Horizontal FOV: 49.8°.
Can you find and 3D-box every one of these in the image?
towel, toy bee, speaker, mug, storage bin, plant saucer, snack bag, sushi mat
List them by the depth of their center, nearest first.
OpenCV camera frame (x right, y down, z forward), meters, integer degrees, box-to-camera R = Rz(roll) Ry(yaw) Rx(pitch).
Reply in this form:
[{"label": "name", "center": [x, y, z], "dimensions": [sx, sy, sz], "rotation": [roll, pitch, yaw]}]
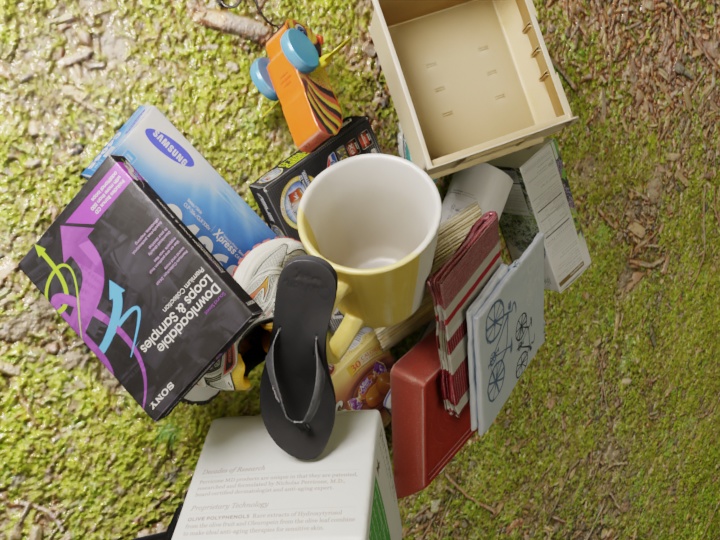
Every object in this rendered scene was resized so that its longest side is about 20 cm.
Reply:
[{"label": "toy bee", "center": [-0.061, -0.227, 0.828], "dimensions": [0.108, 0.128, 0.206], "rotation": [-16, 98, -56]}, {"label": "mug", "center": [0.000, -0.008, 0.833], "dimensions": [0.184, 0.150, 0.155], "rotation": [-29, 148, -12]}, {"label": "storage bin", "center": [0.128, -0.231, 0.888], "dimensions": [0.194, 0.094, 0.205], "rotation": [-18, 85, -7]}, {"label": "towel", "center": [0.129, 0.052, 0.905], "dimensions": [0.144, 0.022, 0.204], "rotation": [-45, 137, -39]}, {"label": "sushi mat", "center": [0.087, 0.006, 0.949], "dimensions": [0.198, 0.012, 0.097], "rotation": [-32, 101, -15]}, {"label": "snack bag", "center": [0.183, 0.071, 0.960], "dimensions": [0.200, 0.021, 0.192], "rotation": [-45, 138, -39]}, {"label": "plant saucer", "center": [0.109, 0.160, 0.972], "dimensions": [0.199, 0.036, 0.204], "rotation": [-35, 132, -43]}, {"label": "speaker", "center": [0.129, -0.039, 1.011], "dimensions": [0.080, 0.080, 0.204], "rotation": [26, 83, -35]}]

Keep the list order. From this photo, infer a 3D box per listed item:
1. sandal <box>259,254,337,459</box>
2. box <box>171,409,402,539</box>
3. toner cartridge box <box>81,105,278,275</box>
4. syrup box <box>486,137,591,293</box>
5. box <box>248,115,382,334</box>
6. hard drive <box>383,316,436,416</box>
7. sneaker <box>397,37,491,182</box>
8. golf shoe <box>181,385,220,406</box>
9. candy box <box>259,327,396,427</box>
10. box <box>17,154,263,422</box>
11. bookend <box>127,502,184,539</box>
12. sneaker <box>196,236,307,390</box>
[{"label": "sandal", "center": [-0.060, 0.088, 0.730], "dimensions": [0.074, 0.043, 0.206], "rotation": [3, 108, 4]}, {"label": "box", "center": [-0.064, 0.281, 0.815], "dimensions": [0.194, 0.173, 0.203], "rotation": [-5, 123, 9]}, {"label": "toner cartridge box", "center": [-0.182, -0.064, 0.811], "dimensions": [0.200, 0.043, 0.096], "rotation": [47, 71, -32]}, {"label": "syrup box", "center": [0.248, -0.077, 1.089], "dimensions": [0.081, 0.078, 0.203], "rotation": [-37, 118, -24]}, {"label": "box", "center": [-0.022, -0.055, 0.924], "dimensions": [0.159, 0.044, 0.203], "rotation": [-37, 118, -24]}, {"label": "hard drive", "center": [0.100, 0.167, 1.017], "dimensions": [0.133, 0.025, 0.201], "rotation": [-57, 144, -21]}, {"label": "sneaker", "center": [0.106, -0.202, 0.966], "dimensions": [0.076, 0.079, 0.205], "rotation": [21, 87, -35]}, {"label": "golf shoe", "center": [-0.185, 0.056, 0.791], "dimensions": [0.202, 0.093, 0.079], "rotation": [59, 24, -30]}, {"label": "candy box", "center": [-0.035, 0.175, 0.952], "dimensions": [0.200, 0.056, 0.118], "rotation": [-43, 122, -23]}, {"label": "box", "center": [-0.205, 0.017, 0.720], "dimensions": [0.200, 0.036, 0.143], "rotation": [45, 100, 3]}, {"label": "bookend", "center": [-0.266, 0.363, 0.788], "dimensions": [0.202, 0.194, 0.094], "rotation": [-76, 144, -57]}, {"label": "sneaker", "center": [-0.102, 0.047, 0.802], "dimensions": [0.079, 0.080, 0.202], "rotation": [80, 32, -46]}]
